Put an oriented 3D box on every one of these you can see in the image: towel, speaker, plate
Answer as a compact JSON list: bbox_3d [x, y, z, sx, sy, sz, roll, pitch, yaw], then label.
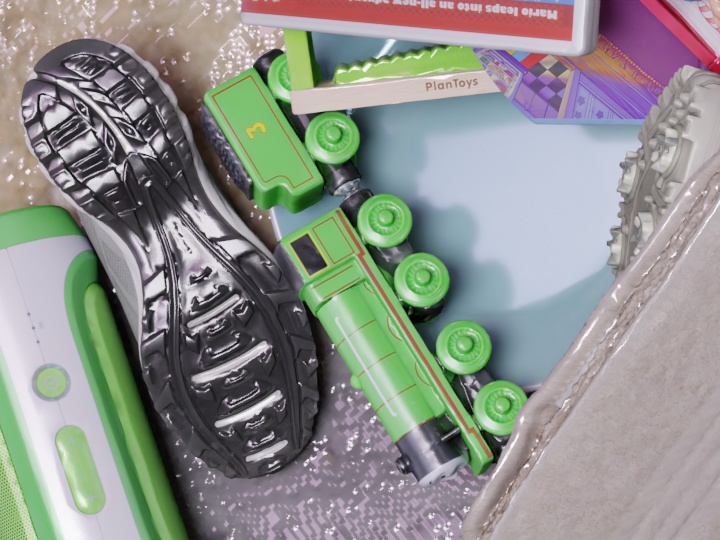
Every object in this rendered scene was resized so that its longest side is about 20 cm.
[{"bbox_3d":[0.131,0.061,0.959,0.132,0.035,0.200,27,107,-24],"label":"towel"},{"bbox_3d":[-0.126,0.078,1.099,0.088,0.088,0.201,-22,81,18],"label":"speaker"},{"bbox_3d":[0.056,-0.049,1.072,0.199,0.026,0.201,-1,87,20],"label":"plate"}]

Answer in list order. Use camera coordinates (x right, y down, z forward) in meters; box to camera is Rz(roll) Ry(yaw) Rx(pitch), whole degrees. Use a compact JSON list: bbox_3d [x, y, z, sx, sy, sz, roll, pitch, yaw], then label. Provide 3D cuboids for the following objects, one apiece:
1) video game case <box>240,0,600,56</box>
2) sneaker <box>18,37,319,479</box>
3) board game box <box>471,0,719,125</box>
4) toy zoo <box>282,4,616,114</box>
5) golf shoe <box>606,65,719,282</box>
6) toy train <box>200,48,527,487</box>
[{"bbox_3d":[0.025,-0.185,0.956,0.143,0.017,0.201,8,100,25],"label":"video game case"},{"bbox_3d":[-0.075,-0.007,1.100,0.074,0.079,0.201,-26,95,0],"label":"sneaker"},{"bbox_3d":[0.131,-0.116,0.964,0.199,0.039,0.159,1,120,3],"label":"board game box"},{"bbox_3d":[0.025,-0.167,1.008,0.131,0.020,0.201,-7,103,5],"label":"toy zoo"},{"bbox_3d":[0.141,0.015,0.995,0.097,0.078,0.201,3,121,-1],"label":"golf shoe"},{"bbox_3d":[0.000,0.000,1.049,0.056,0.042,0.200,-29,77,-11],"label":"toy train"}]
